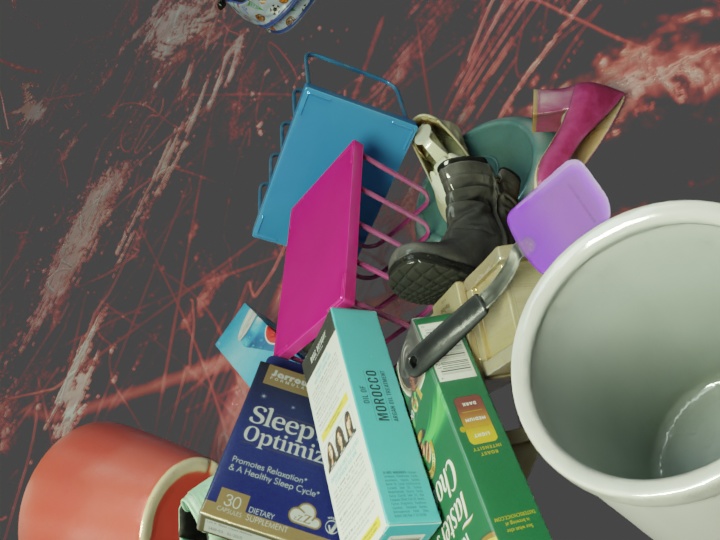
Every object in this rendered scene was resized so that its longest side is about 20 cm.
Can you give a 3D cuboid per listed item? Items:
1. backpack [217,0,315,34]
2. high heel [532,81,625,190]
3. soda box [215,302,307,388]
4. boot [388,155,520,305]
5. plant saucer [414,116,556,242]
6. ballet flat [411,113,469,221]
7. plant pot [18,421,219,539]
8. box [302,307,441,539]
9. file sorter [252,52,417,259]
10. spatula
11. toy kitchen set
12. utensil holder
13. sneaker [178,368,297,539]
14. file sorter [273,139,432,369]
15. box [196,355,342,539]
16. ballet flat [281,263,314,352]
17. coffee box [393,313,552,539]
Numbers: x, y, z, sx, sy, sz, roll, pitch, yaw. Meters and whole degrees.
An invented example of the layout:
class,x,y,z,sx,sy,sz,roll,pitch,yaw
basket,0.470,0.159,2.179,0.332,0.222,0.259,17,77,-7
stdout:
class,x,y,z,sx,sy,sz,roll,pitch,yaw
backpack,-0.170,-0.559,1.479,0.202,0.152,0.191,-54,27,7
high heel,0.217,-0.095,0.741,0.093,0.068,0.205,1,62,11
soda box,-0.101,0.114,0.899,0.068,0.064,0.199,-53,36,-3
boot,0.086,-0.041,0.685,0.069,0.197,0.135,-24,69,38
plant saucer,0.134,-0.096,0.846,0.198,0.027,0.204,-29,42,30
ballet flat,0.095,-0.111,0.824,0.069,0.069,0.202,-39,38,16
plant pot,-0.243,0.275,0.833,0.173,0.201,0.205,-5,55,34
box,0.002,0.136,0.627,0.083,0.048,0.203,-61,34,40
file sorter,-0.038,-0.137,0.923,0.124,0.135,0.203,-99,29,-53
spatula,0.092,0.012,0.523,0.201,0.020,0.057,-52,51,32
toy kitchen set,0.169,0.086,0.624,0.200,0.175,0.168,121,141,-68
utensil holder,0.210,0.087,0.455,0.168,0.199,0.173,-28,41,28
sneaker,-0.114,0.199,0.748,0.073,0.117,0.205,29,107,26
file sorter,0.000,0.000,0.810,0.139,0.123,0.204,-39,37,43
box,-0.056,0.155,0.675,0.202,0.118,0.033,-73,0,-50
ballet flat,-0.063,0.040,0.943,0.201,0.045,0.069,-121,42,-58
coffee box,0.074,0.150,0.580,0.125,0.043,0.203,105,154,-47
